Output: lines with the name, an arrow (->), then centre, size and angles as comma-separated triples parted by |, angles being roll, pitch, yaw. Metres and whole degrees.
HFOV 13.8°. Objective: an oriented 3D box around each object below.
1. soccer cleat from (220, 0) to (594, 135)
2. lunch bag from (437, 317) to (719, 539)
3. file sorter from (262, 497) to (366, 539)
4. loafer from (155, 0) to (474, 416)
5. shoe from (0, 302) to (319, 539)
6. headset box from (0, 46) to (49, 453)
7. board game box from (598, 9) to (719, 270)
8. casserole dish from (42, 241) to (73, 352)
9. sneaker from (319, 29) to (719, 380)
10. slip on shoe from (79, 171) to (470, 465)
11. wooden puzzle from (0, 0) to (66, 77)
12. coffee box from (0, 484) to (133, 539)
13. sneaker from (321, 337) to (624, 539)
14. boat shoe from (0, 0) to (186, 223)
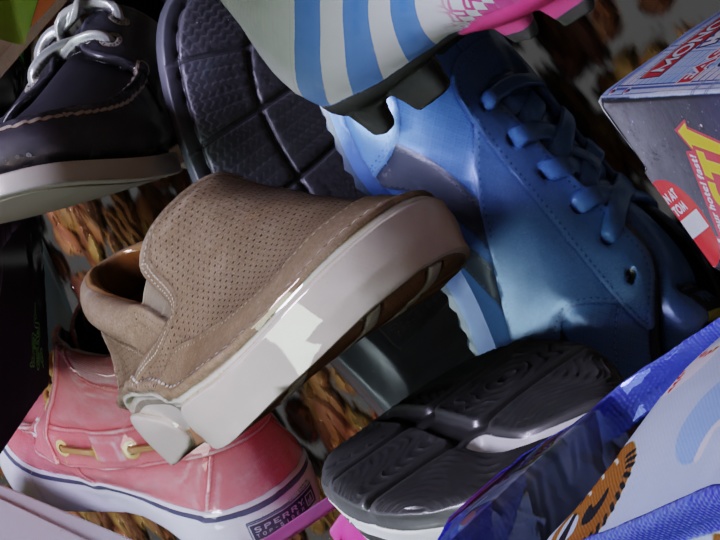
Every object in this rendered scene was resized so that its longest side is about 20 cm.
soccer cleat -> 0.018, -0.094, 0.681 | 0.086, 0.070, 0.200 | 42, 148, -10
lunch bag -> 0.107, 0.086, 0.528 | 0.170, 0.124, 0.200 | 52, 154, -3
file sorter -> 0.022, 0.177, 1.016 | 0.200, 0.125, 0.139 | 53, 158, 10
loafer -> 0.000, 0.000, 0.902 | 0.200, 0.072, 0.063 | 54, 163, 0
shoe -> -0.094, 0.045, 1.170 | 0.200, 0.071, 0.091 | 12, 129, 55
headset box -> -0.169, -0.020, 1.026 | 0.200, 0.092, 0.175 | -73, -19, -79
board game box -> 0.143, 0.010, 0.614 | 0.200, 0.062, 0.200 | 26, 145, 57
casserole dish -> -0.177, -0.029, 1.282 | 0.121, 0.039, 0.200 | 24, 142, 54
sneaker -> 0.055, -0.012, 0.790 | 0.078, 0.066, 0.200 | -26, 91, 43
slip on shoe -> -0.031, 0.004, 0.789 | 0.061, 0.076, 0.200 | 55, 164, -1
wooden puzzle -> -0.060, -0.145, 0.685 | 0.037, 0.200, 0.185 | 18, 144, 19
coffee box -> -0.114, 0.237, 1.200 | 0.200, 0.200, 0.198 | 22, 151, 6
sneaker -> 0.066, 0.085, 0.711 | 0.200, 0.076, 0.116 | 7, 128, 62
boat shoe -> -0.089, -0.054, 0.926 | 0.200, 0.072, 0.063 | -37, -67, -77
